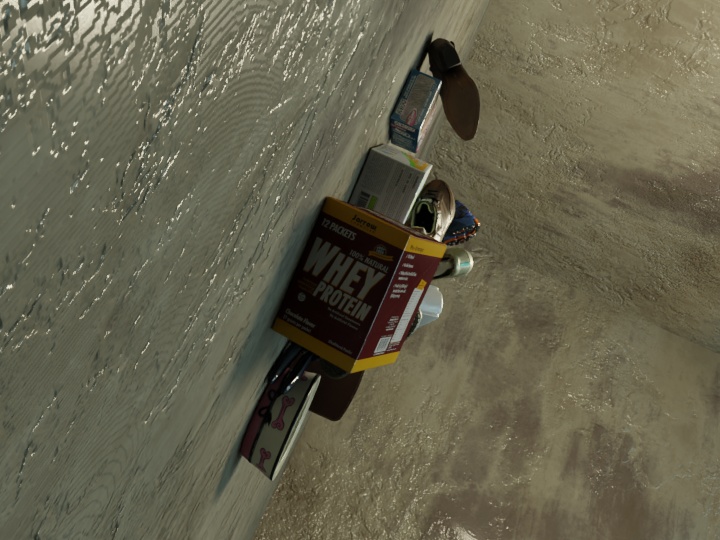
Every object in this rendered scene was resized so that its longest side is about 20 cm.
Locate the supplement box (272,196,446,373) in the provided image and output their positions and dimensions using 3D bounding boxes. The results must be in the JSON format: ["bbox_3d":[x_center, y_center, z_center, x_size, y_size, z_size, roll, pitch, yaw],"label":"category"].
[{"bbox_3d":[0.005,0.021,1.146,0.201,0.132,0.197,-66,160,7],"label":"supplement box"}]

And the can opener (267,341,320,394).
[{"bbox_3d":[-0.104,0.145,1.358,0.200,0.063,0.079,-44,157,-54],"label":"can opener"}]

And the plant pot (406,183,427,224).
[{"bbox_3d":[0.056,-0.060,1.602,0.200,0.187,0.188,-46,166,-33],"label":"plant pot"}]

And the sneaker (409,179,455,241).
[{"bbox_3d":[0.129,-0.108,1.426,0.076,0.070,0.201,80,19,-46],"label":"sneaker"}]

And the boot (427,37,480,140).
[{"bbox_3d":[0.177,-0.350,1.538,0.146,0.070,0.202,-110,-172,-81],"label":"boot"}]

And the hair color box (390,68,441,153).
[{"bbox_3d":[0.102,-0.296,1.506,0.200,0.060,0.101,55,58,-85],"label":"hair color box"}]

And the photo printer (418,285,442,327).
[{"bbox_3d":[0.023,0.059,1.438,0.166,0.199,0.070,-27,-125,52],"label":"photo printer"}]

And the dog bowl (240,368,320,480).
[{"bbox_3d":[-0.143,0.261,1.398,0.200,0.073,0.201,25,90,-86],"label":"dog bowl"}]

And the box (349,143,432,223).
[{"bbox_3d":[0.057,-0.153,1.420,0.200,0.101,0.113,-52,167,-76],"label":"box"}]

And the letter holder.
[{"bbox_3d":[-0.058,0.177,1.570,0.101,0.141,0.201,-60,173,-60],"label":"letter holder"}]

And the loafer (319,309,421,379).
[{"bbox_3d":[0.015,0.109,1.364,0.199,0.076,0.067,-31,-169,12],"label":"loafer"}]

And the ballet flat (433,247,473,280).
[{"bbox_3d":[0.107,-0.005,1.442,0.199,0.070,0.070,-10,-141,38],"label":"ballet flat"}]

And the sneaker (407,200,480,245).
[{"bbox_3d":[0.125,-0.079,1.519,0.076,0.198,0.079,99,-27,-59],"label":"sneaker"}]
